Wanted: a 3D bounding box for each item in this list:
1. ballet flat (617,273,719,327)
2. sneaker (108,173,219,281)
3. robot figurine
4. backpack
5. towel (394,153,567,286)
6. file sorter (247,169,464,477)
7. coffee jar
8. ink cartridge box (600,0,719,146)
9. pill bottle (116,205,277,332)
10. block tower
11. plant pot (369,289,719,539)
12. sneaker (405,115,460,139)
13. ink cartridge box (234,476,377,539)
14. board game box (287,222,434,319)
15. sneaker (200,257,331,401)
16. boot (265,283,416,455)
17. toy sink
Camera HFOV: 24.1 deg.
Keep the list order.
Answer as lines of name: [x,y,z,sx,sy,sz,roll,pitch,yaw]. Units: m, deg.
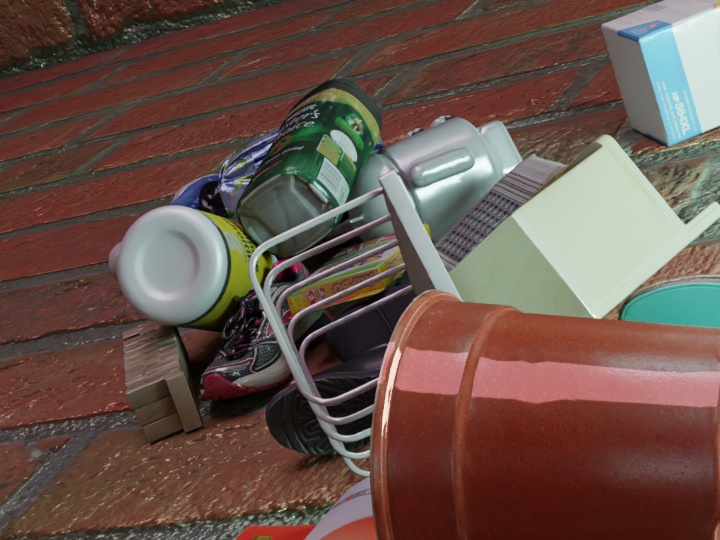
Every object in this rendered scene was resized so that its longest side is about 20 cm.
ballet flat: [0.294,0.031,1.260,0.199,0.069,0.067,-5,2,25]
sneaker: [-0.198,-0.052,1.996,0.200,0.077,0.111,-38,18,-35]
robot figurine: [0.069,-0.085,1.745,0.199,0.113,0.170,-24,-13,-14]
backpack: [-0.064,-0.095,1.837,0.199,0.155,0.163,-14,-11,12]
towel: [0.124,-0.027,1.542,0.192,0.035,0.200,-42,20,-2]
file sorter: [0.011,0.050,1.215,0.124,0.139,0.200,-25,-23,-1]
coffee jar: [-0.047,-0.106,1.669,0.104,0.085,0.200,-33,19,32]
ink cartridge box: [0.387,-0.237,1.837,0.199,0.126,0.129,-21,18,-5]
pill bottle: [-0.148,0.002,1.640,0.111,0.113,0.200,-15,-9,16]
block tower: [-0.188,0.098,1.577,0.057,0.054,0.200,-22,17,-5]
plant pot: [0.133,0.110,0.988,0.194,0.202,0.201,-2,23,26]
sneaker: [0.092,-0.122,1.912,0.075,0.081,0.200,36,26,18]
ink cartridge box: [-0.038,0.193,1.136,0.199,0.050,0.162,-5,22,30]
board game box: [0.000,0.000,1.591,0.095,0.030,0.200,-17,11,20]
sneaker: [-0.097,0.059,1.563,0.080,0.075,0.200,-11,20,26]
boot: [-0.007,0.077,1.418,0.164,0.066,0.200,-12,20,-5]
toy sink: [0.174,-0.020,1.356,0.200,0.112,0.130,-35,-7,-38]
